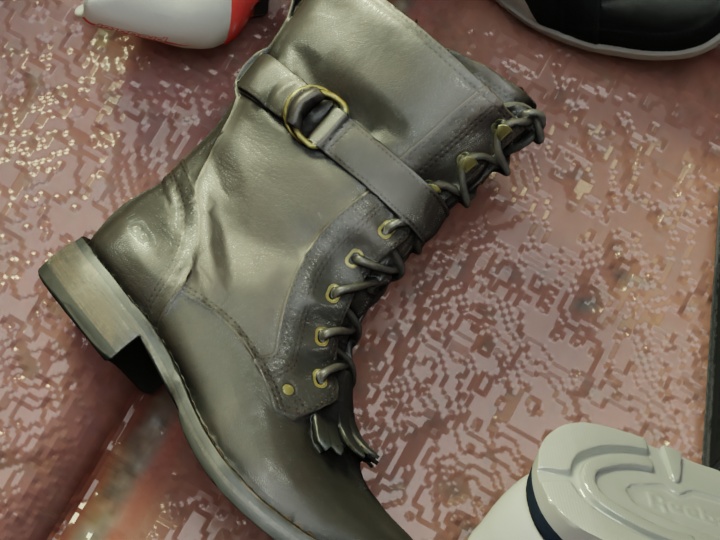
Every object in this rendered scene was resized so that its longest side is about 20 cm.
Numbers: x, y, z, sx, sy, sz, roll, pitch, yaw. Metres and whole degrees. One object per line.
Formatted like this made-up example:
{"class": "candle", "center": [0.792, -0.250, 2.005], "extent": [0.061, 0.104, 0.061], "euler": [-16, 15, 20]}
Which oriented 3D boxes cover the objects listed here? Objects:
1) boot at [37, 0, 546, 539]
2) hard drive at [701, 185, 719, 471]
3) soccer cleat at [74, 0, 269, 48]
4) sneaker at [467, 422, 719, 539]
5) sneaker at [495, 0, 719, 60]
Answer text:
{"class": "boot", "center": [0.000, 0.000, 0.717], "extent": [0.174, 0.069, 0.200], "euler": [-43, 79, -4]}
{"class": "hard drive", "center": [0.230, 0.031, 0.749], "extent": [0.198, 0.042, 0.136], "euler": [7, 74, -2]}
{"class": "soccer cleat", "center": [-0.078, -0.182, 0.773], "extent": [0.085, 0.069, 0.202], "euler": [-2, 79, -19]}
{"class": "sneaker", "center": [0.129, 0.122, 0.709], "extent": [0.199, 0.081, 0.077], "euler": [25, 32, -13]}
{"class": "sneaker", "center": [0.049, -0.142, 0.743], "extent": [0.199, 0.112, 0.073], "euler": [32, 96, 9]}
